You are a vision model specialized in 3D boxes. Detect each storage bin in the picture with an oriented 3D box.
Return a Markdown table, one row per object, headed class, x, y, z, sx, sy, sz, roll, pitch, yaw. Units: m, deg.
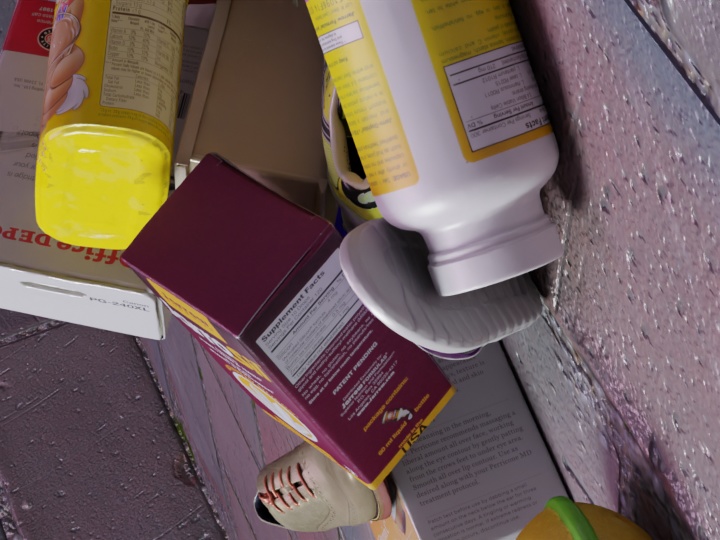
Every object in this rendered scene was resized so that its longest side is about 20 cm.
| class | x | y | z | sx | sy | sz | roll | pitch | yaw |
| --- | --- | --- | --- | --- | --- | --- | --- | --- | --- |
| storage bin | -0.053 | -0.093 | 1.373 | 0.199 | 0.094 | 0.200 | 97 | -177 | -61 |

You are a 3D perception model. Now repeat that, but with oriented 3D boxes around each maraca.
| class | x | y | z | sx | sy | sz | roll | pitch | yaw |
| --- | --- | --- | --- | --- | --- | --- | --- | --- | --- |
| maraca | 0.134 | 0.215 | 1.223 | 0.200 | 0.107 | 0.137 | 82 | 171 | -47 |

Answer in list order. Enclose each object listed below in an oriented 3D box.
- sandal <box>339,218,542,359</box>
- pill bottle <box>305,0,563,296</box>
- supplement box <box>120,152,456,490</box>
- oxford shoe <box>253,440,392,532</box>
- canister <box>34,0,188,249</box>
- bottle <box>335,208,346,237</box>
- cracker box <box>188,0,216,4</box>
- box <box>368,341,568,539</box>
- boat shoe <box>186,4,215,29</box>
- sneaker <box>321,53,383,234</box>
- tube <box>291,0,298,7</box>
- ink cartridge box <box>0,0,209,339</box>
| class | x | y | z | sx | sy | sz | roll | pitch | yaw |
| --- | --- | --- | --- | --- | --- | --- | --- | --- | --- |
| sandal | 0.043 | 0.019 | 1.203 | 0.203 | 0.050 | 0.082 | 6 | -128 | -57 |
| pill bottle | 0.043 | -0.092 | 1.137 | 0.104 | 0.104 | 0.200 | 180 | 71 | -78 |
| supplement box | -0.039 | 0.033 | 1.253 | 0.110 | 0.086 | 0.200 | 32 | 167 | 38 |
| oxford shoe | -0.028 | 0.146 | 1.406 | 0.200 | 0.075 | 0.070 | 118 | 134 | -71 |
| canister | -0.149 | -0.131 | 1.285 | 0.149 | 0.086 | 0.200 | 108 | 166 | -59 |
| bottle | 0.000 | 0.000 | 1.553 | 0.200 | 0.083 | 0.065 | 99 | 149 | -69 |
| cracker box | -0.121 | -0.277 | 1.396 | 0.058 | 0.134 | 0.200 | -125 | 36 | -57 |
| box | 0.049 | 0.115 | 1.455 | 0.152 | 0.106 | 0.200 | 100 | 148 | -68 |
| boat shoe | -0.093 | -0.218 | 1.536 | 0.060 | 0.072 | 0.202 | 60 | -151 | -50 |
| sneaker | 0.012 | -0.114 | 1.231 | 0.076 | 0.075 | 0.200 | 63 | -160 | -68 |
| tube | -0.082 | -0.253 | 1.274 | 0.058 | 0.052 | 0.200 | 10 | -136 | -53 |
| ink cartridge box | -0.178 | -0.067 | 1.396 | 0.083 | 0.145 | 0.200 | 95 | -173 | -65 |
